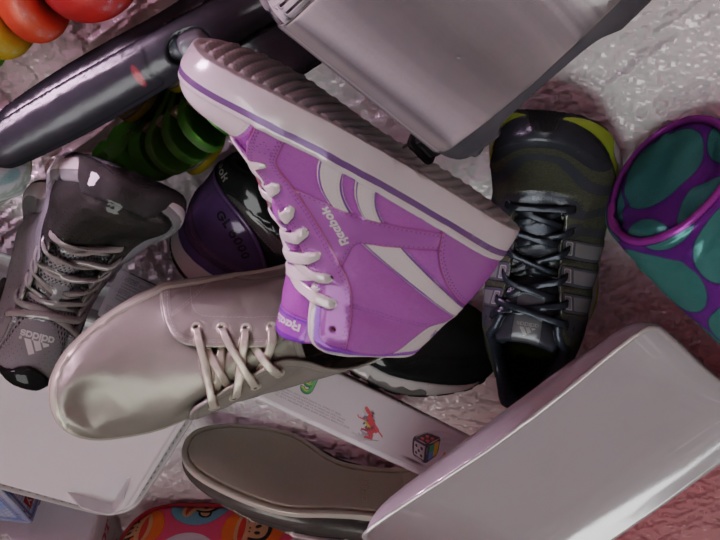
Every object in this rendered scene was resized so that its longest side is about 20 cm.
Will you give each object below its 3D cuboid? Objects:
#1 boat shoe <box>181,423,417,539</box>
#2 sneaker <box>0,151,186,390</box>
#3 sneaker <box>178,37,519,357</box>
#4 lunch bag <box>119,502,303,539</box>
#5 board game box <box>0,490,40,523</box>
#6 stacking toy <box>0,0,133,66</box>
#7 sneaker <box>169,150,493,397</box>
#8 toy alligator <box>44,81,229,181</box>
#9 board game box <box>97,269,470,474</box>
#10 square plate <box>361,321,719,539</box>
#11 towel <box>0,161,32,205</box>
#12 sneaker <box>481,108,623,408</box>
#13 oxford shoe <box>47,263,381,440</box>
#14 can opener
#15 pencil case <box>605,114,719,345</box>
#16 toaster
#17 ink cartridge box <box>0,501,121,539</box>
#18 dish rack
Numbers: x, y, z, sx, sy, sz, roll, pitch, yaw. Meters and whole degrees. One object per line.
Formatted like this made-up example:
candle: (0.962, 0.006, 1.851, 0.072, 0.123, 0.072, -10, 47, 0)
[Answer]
boat shoe: (-0.018, 0.149, 1.373, 0.198, 0.067, 0.057, 11, 136, -2)
sneaker: (-0.151, 0.008, 1.144, 0.075, 0.116, 0.200, 22, 169, -14)
sneaker: (-0.026, -0.023, 1.051, 0.200, 0.073, 0.114, 33, 103, -26)
lunch bag: (-0.086, 0.242, 1.400, 0.175, 0.201, 0.082, -2, 133, 20)
board game box: (-0.308, 0.100, 1.407, 0.199, 0.062, 0.200, -22, 127, 36)
stacking toy: (-0.199, -0.131, 1.097, 0.199, 0.086, 0.085, -18, 131, 26)
sneaker: (0.000, 0.000, 1.192, 0.199, 0.076, 0.088, 24, 131, -15)
toy alligator: (-0.110, -0.068, 1.156, 0.059, 0.055, 0.199, 39, 135, -26)
board game box: (-0.044, 0.061, 1.239, 0.199, 0.035, 0.126, 26, 177, -21)
square plate: (0.118, 0.107, 1.218, 0.198, 0.029, 0.200, -37, 147, 14)
towel: (-0.303, -0.029, 1.187, 0.199, 0.171, 0.049, -19, 86, 42)
sneaker: (0.098, -0.004, 1.147, 0.073, 0.081, 0.201, 5, 139, 10)
oxford shoe: (-0.066, 0.039, 1.129, 0.199, 0.058, 0.076, -17, 112, -10)
can opener: (-0.101, -0.103, 1.067, 0.199, 0.063, 0.079, -25, 101, 11)
pencil case: (0.218, 0.008, 1.123, 0.092, 0.085, 0.200, -31, 122, 34)
toaster: (0.043, -0.144, 0.977, 0.129, 0.114, 0.200, 34, 133, -18)
ink cartridge box: (-0.210, 0.260, 1.498, 0.083, 0.146, 0.201, 3, 139, 12)
dish rack: (-0.192, 0.078, 1.307, 0.199, 0.044, 0.172, 19, 127, -21)
